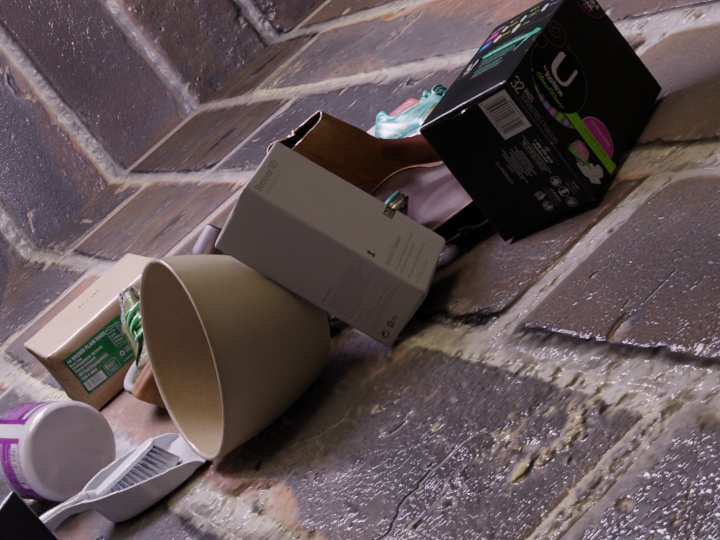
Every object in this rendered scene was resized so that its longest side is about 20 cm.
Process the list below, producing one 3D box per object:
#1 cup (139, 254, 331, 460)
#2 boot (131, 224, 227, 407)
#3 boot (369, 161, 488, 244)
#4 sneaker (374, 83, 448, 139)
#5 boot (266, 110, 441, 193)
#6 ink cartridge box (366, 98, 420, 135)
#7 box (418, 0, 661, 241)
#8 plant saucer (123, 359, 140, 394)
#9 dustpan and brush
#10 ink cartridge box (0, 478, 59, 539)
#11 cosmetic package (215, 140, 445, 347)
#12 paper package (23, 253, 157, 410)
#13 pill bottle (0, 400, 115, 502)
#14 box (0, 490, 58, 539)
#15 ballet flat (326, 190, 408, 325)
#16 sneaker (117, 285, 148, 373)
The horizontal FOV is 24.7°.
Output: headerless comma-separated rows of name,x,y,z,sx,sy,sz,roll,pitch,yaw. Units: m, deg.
cup,-0.113,0.069,1.613,0.142,0.202,0.200,-16,6,-24
boot,-0.137,0.069,1.762,0.068,0.188,0.201,24,92,34
boot,0.067,-0.062,1.726,0.199,0.073,0.167,-30,15,18
sneaker,0.100,-0.181,1.911,0.199,0.080,0.077,-17,-20,25
boot,0.026,-0.145,1.816,0.188,0.199,0.069,-24,55,42
ink cartridge box,0.016,-0.123,2.031,0.200,0.068,0.116,-38,15,-3
box,0.178,-0.157,1.600,0.124,0.149,0.200,-25,20,43
plant saucer,-0.187,0.089,1.930,0.200,0.050,0.200,-36,15,11
dustpan and brush,-0.258,0.226,1.682,0.200,0.057,0.139,-42,16,-9
ink cartridge box,-0.416,0.262,1.781,0.086,0.147,0.200,-44,16,-14
cosmetic package,-0.028,-0.027,1.591,0.081,0.199,0.113,-57,6,32
paper package,-0.330,0.078,2.191,0.200,0.104,0.190,-42,15,-14
pill bottle,-0.364,0.207,1.885,0.112,0.113,0.200,-46,17,-25
box,-0.401,0.344,1.578,0.196,0.118,0.200,-29,17,31
ballet flat,0.000,0.000,1.701,0.200,0.072,0.072,-44,11,31
sneaker,-0.249,0.063,1.882,0.077,0.089,0.200,-41,16,-7
